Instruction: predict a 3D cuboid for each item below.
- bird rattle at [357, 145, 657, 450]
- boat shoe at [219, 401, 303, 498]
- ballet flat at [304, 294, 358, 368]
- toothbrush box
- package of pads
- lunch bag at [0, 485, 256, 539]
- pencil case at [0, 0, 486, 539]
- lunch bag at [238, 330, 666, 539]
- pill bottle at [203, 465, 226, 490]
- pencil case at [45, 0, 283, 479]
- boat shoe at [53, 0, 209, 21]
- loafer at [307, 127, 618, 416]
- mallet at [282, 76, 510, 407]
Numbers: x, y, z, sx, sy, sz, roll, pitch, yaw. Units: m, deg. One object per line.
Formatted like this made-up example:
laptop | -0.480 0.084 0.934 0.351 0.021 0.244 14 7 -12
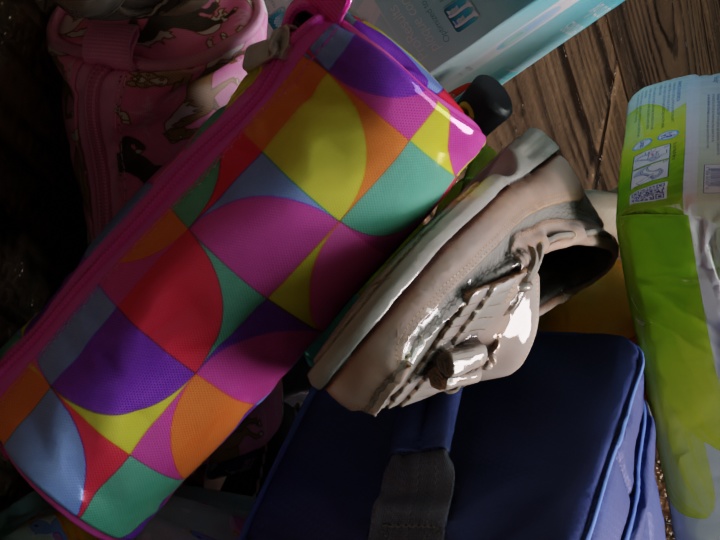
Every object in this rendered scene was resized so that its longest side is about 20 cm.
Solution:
bird rattle | 0.090 0.040 1.002 0.113 0.162 0.201 -21 -91 69
boat shoe | -0.069 0.142 0.935 0.074 0.060 0.201 -96 -156 -69
ballet flat | -0.008 -0.032 1.075 0.068 0.072 0.201 54 54 -39
toothbrush box | 0.033 -0.119 0.934 0.086 0.199 0.146 58 10 5
package of pads | 0.154 0.032 0.926 0.155 0.068 0.201 -71 151 -64
lunch bag | -0.098 0.171 0.799 0.200 0.121 0.172 -30 130 -78
pencil case | -0.048 -0.005 0.755 0.200 0.088 0.088 -51 166 6
lunch bag | 0.042 0.098 0.828 0.200 0.135 0.133 -66 151 -58
pill bottle | -0.010 0.085 1.083 0.112 0.110 0.201 86 20 -44
pencil case | -0.072 -0.018 0.848 0.087 0.082 0.201 -108 -165 -55
boat shoe | -0.079 -0.182 0.731 0.059 0.071 0.202 -18 112 -57
loafer | 0.047 0.005 0.791 0.072 0.063 0.200 -49 178 30
mallet | 0.000 0.000 0.923 0.041 0.200 0.066 -2 62 -45
